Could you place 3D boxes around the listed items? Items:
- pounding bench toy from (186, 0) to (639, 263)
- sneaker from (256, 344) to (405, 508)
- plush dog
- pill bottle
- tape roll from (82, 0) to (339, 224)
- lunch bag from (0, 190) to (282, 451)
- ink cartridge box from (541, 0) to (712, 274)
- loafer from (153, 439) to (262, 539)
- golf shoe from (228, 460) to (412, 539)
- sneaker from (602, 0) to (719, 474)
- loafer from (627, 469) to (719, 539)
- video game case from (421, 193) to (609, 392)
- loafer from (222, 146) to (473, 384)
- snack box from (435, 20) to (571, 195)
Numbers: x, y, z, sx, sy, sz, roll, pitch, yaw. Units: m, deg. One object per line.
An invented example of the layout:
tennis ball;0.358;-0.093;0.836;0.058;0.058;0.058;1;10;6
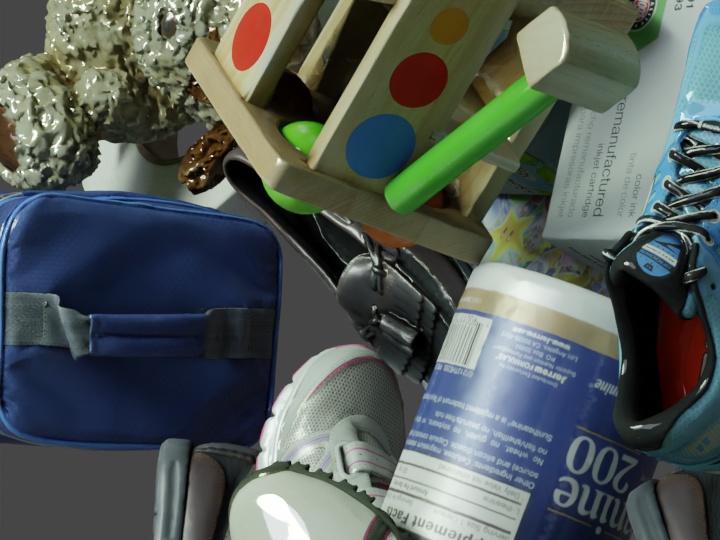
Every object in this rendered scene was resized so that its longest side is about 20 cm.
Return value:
pounding bench toy;0.028;-0.081;1.261;0.157;0.124;0.200;-59;34;18
sneaker;0.003;0.129;1.363;0.088;0.081;0.201;-21;59;45
plush dog;-0.098;-0.130;1.564;0.171;0.160;0.202;11;92;33
pill bottle;0.068;0.107;1.274;0.111;0.111;0.201;15;82;51
tape roll;-0.084;-0.103;1.644;0.202;0.037;0.204;-26;49;35
lunch bag;-0.143;0.026;1.486;0.132;0.199;0.137;-2;86;52
ink cartridge box;0.193;-0.067;1.251;0.199;0.087;0.146;3;74;42
loafer;-0.072;0.182;1.396;0.062;0.072;0.202;0;74;0
golf shoe;-0.006;0.164;1.194;0.077;0.088;0.201;-46;63;26
sneaker;0.145;-0.014;1.151;0.078;0.090;0.202;10;96;42
loafer;0.169;0.152;1.160;0.063;0.072;0.201;-35;44;13
video game case;0.097;-0.017;1.401;0.200;0.018;0.143;-50;40;14
loafer;0.000;0.000;1.397;0.200;0.063;0.072;52;143;35
snack box;0.068;-0.127;1.441;0.200;0.067;0.170;4;67;57
